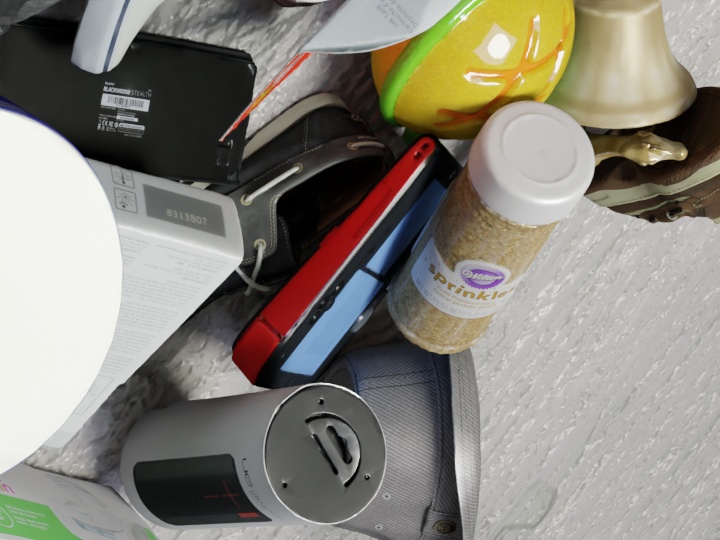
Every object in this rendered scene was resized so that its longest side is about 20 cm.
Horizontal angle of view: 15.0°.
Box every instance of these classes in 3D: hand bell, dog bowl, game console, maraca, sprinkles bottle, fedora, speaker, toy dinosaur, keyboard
[{"bbox_3d":[0.155,-0.198,1.660,0.104,0.104,0.200,-23,125,-32],"label":"hand bell"},{"bbox_3d":[-0.216,0.006,1.308,0.200,0.079,0.200,-13,115,-31],"label":"dog bowl"},{"bbox_3d":[0.000,0.000,1.645,0.177,0.031,0.200,-47,172,2],"label":"game console"},{"bbox_3d":[0.067,-0.129,1.599,0.137,0.107,0.200,-37,167,-4],"label":"maraca"},{"bbox_3d":[0.074,-0.022,1.605,0.068,0.068,0.200,-27,163,-27],"label":"sprinkles bottle"},{"bbox_3d":[0.019,0.117,1.767,0.090,0.177,0.200,-2,149,-9],"label":"fedora"},{"bbox_3d":[-0.065,0.111,1.604,0.081,0.200,0.081,3,83,-29],"label":"speaker"},{"bbox_3d":[0.108,-0.061,1.714,0.200,0.101,0.058,-26,109,24],"label":"toy dinosaur"},{"bbox_3d":[-0.142,-0.081,1.490,0.200,0.040,0.104,6,96,-48],"label":"keyboard"}]

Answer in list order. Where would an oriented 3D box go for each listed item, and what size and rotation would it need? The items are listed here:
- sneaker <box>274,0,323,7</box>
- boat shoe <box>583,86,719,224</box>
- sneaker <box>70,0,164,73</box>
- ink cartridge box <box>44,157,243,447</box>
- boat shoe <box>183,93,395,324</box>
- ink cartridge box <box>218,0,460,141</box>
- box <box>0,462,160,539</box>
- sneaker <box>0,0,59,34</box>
[{"bbox_3d":[0.012,-0.212,1.392,0.200,0.076,0.116,-48,-178,-11],"label":"sneaker"},{"bbox_3d":[0.215,-0.067,1.743,0.075,0.202,0.075,32,78,-16],"label":"boat shoe"},{"bbox_3d":[-0.084,-0.175,1.383,0.071,0.073,0.200,26,120,-10],"label":"sneaker"},{"bbox_3d":[-0.183,0.014,1.478,0.162,0.057,0.200,14,142,-33],"label":"ink cartridge box"},{"bbox_3d":[-0.068,-0.019,1.590,0.200,0.068,0.072,-40,147,-8],"label":"boat shoe"},{"bbox_3d":[0.026,-0.142,1.422,0.200,0.050,0.162,-47,-178,27],"label":"ink cartridge box"},{"bbox_3d":[-0.233,0.202,1.607,0.177,0.097,0.200,-52,144,11],"label":"box"},{"bbox_3d":[-0.151,-0.202,1.323,0.200,0.073,0.112,-50,150,19],"label":"sneaker"}]
